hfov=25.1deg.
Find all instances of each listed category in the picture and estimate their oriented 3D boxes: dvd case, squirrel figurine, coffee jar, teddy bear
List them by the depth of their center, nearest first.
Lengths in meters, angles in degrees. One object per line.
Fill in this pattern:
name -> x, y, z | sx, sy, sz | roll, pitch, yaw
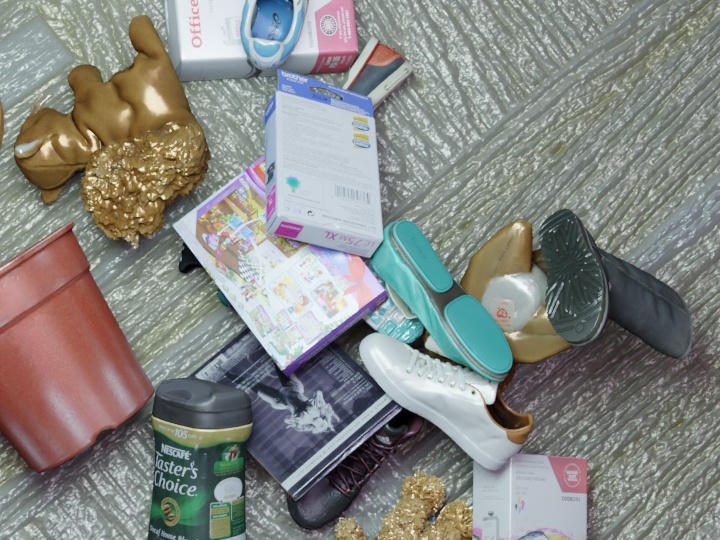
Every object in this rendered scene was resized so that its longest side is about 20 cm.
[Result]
coffee jar -> -0.166, 0.212, 1.666 | 0.085, 0.104, 0.201 | -4, 99, -46
squirrel figurine -> -0.261, -0.128, 1.682 | 0.186, 0.142, 0.200 | -24, 61, -8
dvd case -> -0.074, 0.132, 1.712 | 0.149, 0.016, 0.200 | -40, 55, -14
teddy bear -> 0.043, 0.311, 1.739 | 0.200, 0.067, 0.145 | -32, 87, -15
squirrel figurine -> 0.166, 0.046, 1.763 | 0.200, 0.187, 0.142 | -38, 81, 19

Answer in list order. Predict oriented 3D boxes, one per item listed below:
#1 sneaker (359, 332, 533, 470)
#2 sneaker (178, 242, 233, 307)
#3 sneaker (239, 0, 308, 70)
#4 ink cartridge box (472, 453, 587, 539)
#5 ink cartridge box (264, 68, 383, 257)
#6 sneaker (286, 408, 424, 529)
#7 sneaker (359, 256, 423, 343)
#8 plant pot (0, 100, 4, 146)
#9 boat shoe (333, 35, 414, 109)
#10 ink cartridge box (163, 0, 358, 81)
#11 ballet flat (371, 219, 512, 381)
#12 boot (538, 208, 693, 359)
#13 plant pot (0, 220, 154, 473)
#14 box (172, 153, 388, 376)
sneaker -> 0.094, 0.116, 1.678 | 0.200, 0.073, 0.085 | 37, 121, -9
sneaker -> -0.105, 0.017, 1.748 | 0.199, 0.071, 0.080 | 31, 85, 11
sneaker -> -0.083, -0.313, 1.718 | 0.071, 0.072, 0.201 | 9, 78, -9
ink cartridge box -> 0.183, 0.301, 1.748 | 0.116, 0.067, 0.201 | 8, 79, -36
ink cartridge box -> -0.040, -0.113, 1.695 | 0.119, 0.042, 0.201 | 14, 53, -21
sneaker -> 0.000, 0.189, 1.721 | 0.076, 0.115, 0.200 | 40, 76, -7
sneaker -> 0.000, 0.000, 1.754 | 0.077, 0.091, 0.200 | -38, 77, -7
plant pot -> -0.470, -0.167, 1.668 | 0.199, 0.140, 0.201 | 1, 82, -11
boat shoe -> -0.012, -0.167, 1.800 | 0.062, 0.071, 0.200 | 34, 73, -8
ink cartridge box -> -0.113, -0.292, 1.788 | 0.199, 0.083, 0.147 | -5, 83, -12
ballet flat -> 0.080, 0.041, 1.669 | 0.067, 0.070, 0.200 | -26, 75, -43
boot -> 0.269, 0.043, 1.665 | 0.200, 0.072, 0.182 | 41, 35, -36
plant pot -> -0.323, 0.086, 1.643 | 0.200, 0.201, 0.196 | -34, 97, -14
box -> -0.084, -0.009, 1.695 | 0.137, 0.039, 0.200 | -37, 75, -3
